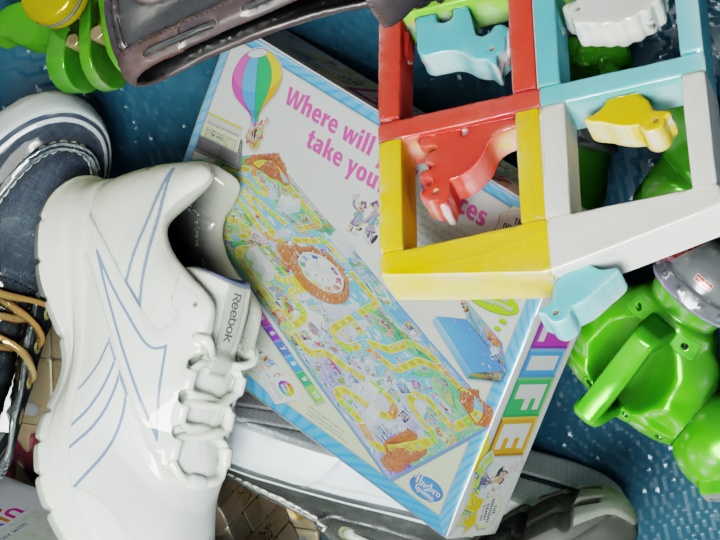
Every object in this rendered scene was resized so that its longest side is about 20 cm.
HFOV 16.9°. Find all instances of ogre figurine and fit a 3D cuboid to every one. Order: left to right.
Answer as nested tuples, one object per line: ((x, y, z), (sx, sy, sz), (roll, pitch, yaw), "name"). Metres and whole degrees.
((0.130, 0.008, 0.961), (0.200, 0.098, 0.120), (37, 103, -6), "ogre figurine")

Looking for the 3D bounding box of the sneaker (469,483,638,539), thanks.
((0.041, 0.163, 0.978), (0.200, 0.075, 0.079), (-40, 91, 17), "sneaker")

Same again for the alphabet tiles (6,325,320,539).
((-0.095, 0.077, 1.111), (0.165, 0.006, 0.202), (6, 107, 19), "alphabet tiles")

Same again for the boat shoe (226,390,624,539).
((0.012, 0.102, 1.032), (0.199, 0.072, 0.071), (18, 113, 3), "boat shoe")

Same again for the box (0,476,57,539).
((-0.123, 0.215, 1.066), (0.176, 0.096, 0.201), (14, 123, 39), "box")

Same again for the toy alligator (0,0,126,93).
((-0.073, -0.117, 1.008), (0.199, 0.059, 0.055), (-21, 68, 24), "toy alligator")

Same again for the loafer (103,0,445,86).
((-0.005, -0.113, 0.936), (0.198, 0.072, 0.063), (-8, 76, 14), "loafer")

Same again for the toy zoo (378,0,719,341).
((0.070, -0.063, 0.920), (0.130, 0.201, 0.020), (-11, 144, 16), "toy zoo")

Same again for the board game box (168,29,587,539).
((0.000, 0.000, 0.987), (0.200, 0.034, 0.135), (34, 111, 36), "board game box")

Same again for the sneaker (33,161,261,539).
((-0.082, 0.045, 0.979), (0.087, 0.074, 0.201), (-20, 68, 31), "sneaker")

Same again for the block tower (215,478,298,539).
((-0.062, 0.130, 1.082), (0.054, 0.058, 0.201), (-21, 100, 24), "block tower")

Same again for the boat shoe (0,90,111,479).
((-0.159, 0.025, 1.049), (0.071, 0.091, 0.201), (21, 110, -33), "boat shoe")
